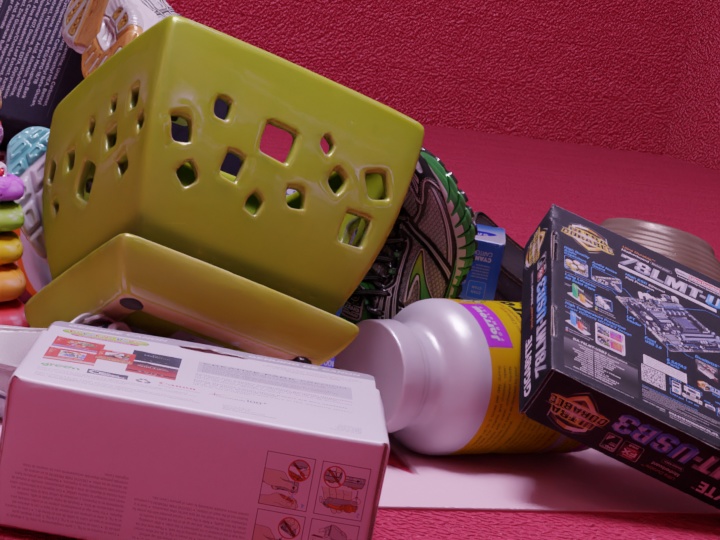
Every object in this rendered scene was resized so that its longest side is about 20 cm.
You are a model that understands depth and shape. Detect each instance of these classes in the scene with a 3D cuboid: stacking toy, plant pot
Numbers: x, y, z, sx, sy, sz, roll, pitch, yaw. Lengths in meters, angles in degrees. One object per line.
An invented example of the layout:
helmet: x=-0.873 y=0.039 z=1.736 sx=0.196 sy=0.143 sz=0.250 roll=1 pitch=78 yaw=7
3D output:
stacking toy: x=-0.262 y=-0.037 z=1.521 sx=0.109 sy=0.201 sz=0.116 roll=13 pitch=8 yaw=19
plant pot: x=0.243 y=0.014 z=1.962 sx=0.199 sy=0.093 sz=0.201 roll=16 pitch=-11 yaw=3
plant pot: x=-0.098 y=-0.023 z=1.492 sx=0.198 sy=0.183 sz=0.200 roll=22 pitch=-26 yaw=-23

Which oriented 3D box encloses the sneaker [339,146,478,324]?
sneaker: x=0.030 y=0.004 z=1.584 sx=0.085 sy=0.201 sz=0.078 roll=-19 pitch=29 yaw=-31

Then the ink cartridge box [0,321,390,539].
ink cartridge box: x=-0.090 y=0.096 z=1.257 sx=0.199 sy=0.084 sz=0.176 roll=10 pitch=9 yaw=-2

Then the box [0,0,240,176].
box: x=-0.211 y=-0.130 z=1.787 sx=0.199 sy=0.118 sz=0.197 roll=14 pitch=-14 yaw=21

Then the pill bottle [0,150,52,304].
pill bottle: x=-0.268 y=-0.033 z=1.746 sx=0.199 sy=0.115 sz=0.114 roll=8 pitch=5 yaw=43

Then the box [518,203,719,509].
box: x=0.202 y=0.062 z=1.523 sx=0.199 sy=0.050 sz=0.199 roll=25 pitch=31 yaw=-12

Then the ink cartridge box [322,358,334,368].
ink cartridge box: x=-0.006 y=0.061 z=1.722 sx=0.197 sy=0.044 sz=0.200 roll=10 pitch=10 yaw=-1

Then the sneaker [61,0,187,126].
sneaker: x=-0.155 y=-0.160 z=1.623 sx=0.087 sy=0.076 sz=0.200 roll=31 pitch=21 yaw=-26

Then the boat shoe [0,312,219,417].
boat shoe: x=-0.161 y=0.057 z=1.407 sx=0.199 sy=0.070 sz=0.071 roll=15 pitch=39 yaw=6

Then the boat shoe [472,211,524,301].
boat shoe: x=0.151 y=0.022 z=1.730 sx=0.200 sy=0.073 sz=0.075 roll=44 pitch=28 yaw=-17

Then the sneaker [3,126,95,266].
sneaker: x=-0.194 y=-0.009 z=1.616 sx=0.077 sy=0.201 sz=0.091 roll=-36 pitch=14 yaw=-21

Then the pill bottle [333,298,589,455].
pill bottle: x=0.080 y=0.072 z=1.546 sx=0.199 sy=0.105 sz=0.104 roll=3 pitch=12 yaw=-41

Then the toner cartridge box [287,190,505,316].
toner cartridge box: x=0.000 y=0.000 z=1.674 sx=0.199 sy=0.096 sz=0.043 roll=10 pitch=18 yaw=-1
